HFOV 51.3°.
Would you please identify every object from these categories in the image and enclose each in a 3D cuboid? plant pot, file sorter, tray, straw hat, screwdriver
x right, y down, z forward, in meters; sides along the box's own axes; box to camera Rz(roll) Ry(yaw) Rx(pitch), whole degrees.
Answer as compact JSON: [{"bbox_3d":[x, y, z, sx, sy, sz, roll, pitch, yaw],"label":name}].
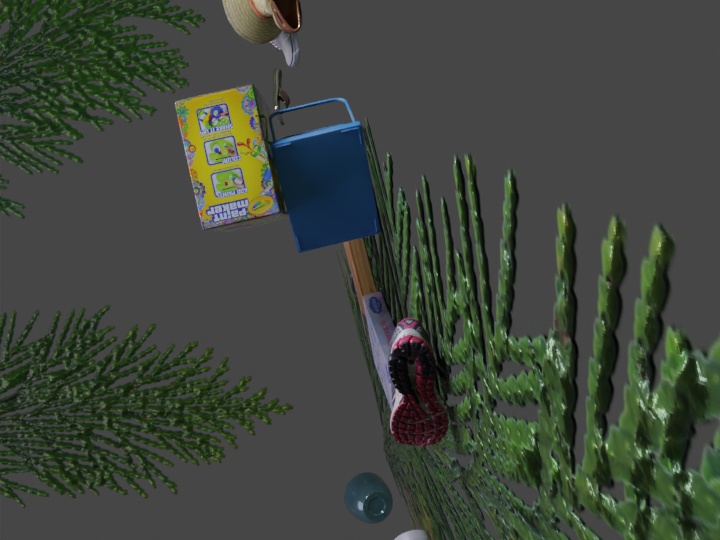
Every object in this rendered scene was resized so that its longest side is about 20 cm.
[{"bbox_3d":[0.047,0.968,3.145,0.161,0.200,0.201,180,74,-73],"label":"plant pot"},{"bbox_3d":[-0.059,-0.156,1.204,0.123,0.138,0.201,-106,3,-52],"label":"file sorter"},{"bbox_3d":[0.000,0.000,1.573,0.099,0.037,0.201,-130,24,-78],"label":"tray"},{"bbox_3d":[-0.183,-0.564,1.515,0.085,0.201,0.202,11,126,39],"label":"straw hat"},{"bbox_3d":[0.004,0.085,1.870,0.028,0.029,0.201,-115,7,-59],"label":"screwdriver"}]

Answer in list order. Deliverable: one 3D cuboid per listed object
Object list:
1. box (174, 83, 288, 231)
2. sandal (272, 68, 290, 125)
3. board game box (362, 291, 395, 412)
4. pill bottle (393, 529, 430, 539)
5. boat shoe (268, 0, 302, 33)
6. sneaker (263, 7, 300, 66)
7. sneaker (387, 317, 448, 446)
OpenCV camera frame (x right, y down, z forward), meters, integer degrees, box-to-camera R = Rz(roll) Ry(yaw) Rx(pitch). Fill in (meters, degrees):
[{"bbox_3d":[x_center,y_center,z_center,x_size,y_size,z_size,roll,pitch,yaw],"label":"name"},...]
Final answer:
[{"bbox_3d":[-0.191,-0.167,1.181,0.200,0.121,0.193,-92,-10,-89],"label":"box"},{"bbox_3d":[-0.277,-0.616,2.650,0.080,0.057,0.202,60,-151,-88],"label":"sandal"},{"bbox_3d":[0.058,0.179,1.444,0.200,0.041,0.200,-110,7,-46],"label":"board game box"},{"bbox_3d":[0.142,0.711,1.722,0.200,0.116,0.117,-110,7,-47],"label":"pill bottle"},{"bbox_3d":[-0.154,-0.552,1.433,0.068,0.072,0.201,-123,11,-56],"label":"boat shoe"},{"bbox_3d":[-0.184,-0.545,1.721,0.200,0.071,0.073,84,169,-61],"label":"sneaker"},{"bbox_3d":[0.079,0.158,1.021,0.075,0.080,0.201,-86,-6,-59],"label":"sneaker"}]
